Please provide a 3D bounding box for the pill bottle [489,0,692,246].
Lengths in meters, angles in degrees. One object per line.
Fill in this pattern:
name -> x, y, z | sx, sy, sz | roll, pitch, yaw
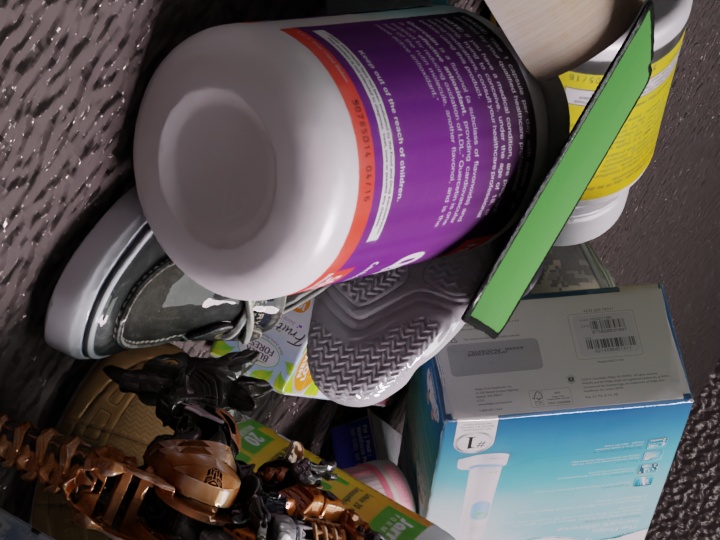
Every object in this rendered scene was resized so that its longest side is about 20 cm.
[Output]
pill bottle -> 0.128, -0.111, 1.295 | 0.114, 0.114, 0.200 | -51, 161, -32

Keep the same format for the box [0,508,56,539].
box -> -0.084, 0.164, 0.901 | 0.200, 0.137, 0.040 | 43, 73, -41

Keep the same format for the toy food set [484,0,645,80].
toy food set -> 0.084, -0.196, 0.974 | 0.144, 0.060, 0.200 | 56, 39, -23

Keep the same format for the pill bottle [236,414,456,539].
pill bottle -> -0.013, 0.170, 1.166 | 0.111, 0.199, 0.111 | -54, 163, -25

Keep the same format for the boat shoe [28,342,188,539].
boat shoe -> -0.124, 0.123, 1.006 | 0.069, 0.071, 0.201 | -137, -118, -74

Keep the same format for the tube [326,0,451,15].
tube -> 0.025, -0.114, 1.105 | 0.077, 0.050, 0.200 | -42, 168, 3

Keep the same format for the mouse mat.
mouse mat -> 0.096, -0.041, 1.017 | 0.161, 0.008, 0.200 | -59, 172, 0

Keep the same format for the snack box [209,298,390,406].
snack box -> 0.000, 0.000, 1.192 | 0.143, 0.053, 0.200 | -64, 163, 2

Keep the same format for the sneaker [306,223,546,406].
sneaker -> 0.045, 0.001, 1.104 | 0.200, 0.075, 0.114 | -57, 158, -21

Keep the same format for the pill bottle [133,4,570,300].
pill bottle -> 0.005, -0.056, 0.934 | 0.200, 0.112, 0.113 | -13, 131, -50

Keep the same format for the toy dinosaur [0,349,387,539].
toy dinosaur -> -0.067, 0.091, 0.901 | 0.102, 0.200, 0.136 | -45, -159, 3

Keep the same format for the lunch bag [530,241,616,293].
lunch bag -> 0.105, 0.059, 1.467 | 0.200, 0.139, 0.168 | 92, -10, -59

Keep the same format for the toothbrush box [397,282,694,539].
toothbrush box -> 0.104, 0.101, 1.297 | 0.200, 0.146, 0.086 | 94, -11, -54

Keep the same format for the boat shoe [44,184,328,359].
boat shoe -> -0.062, -0.003, 0.960 | 0.200, 0.071, 0.072 | -33, 148, -57

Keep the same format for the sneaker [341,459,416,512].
sneaker -> -0.048, 0.190, 1.348 | 0.104, 0.076, 0.200 | -16, 153, -34

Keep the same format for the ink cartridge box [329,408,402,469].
ink cartridge box -> 0.016, 0.155, 1.440 | 0.200, 0.039, 0.100 | 52, 27, -73
